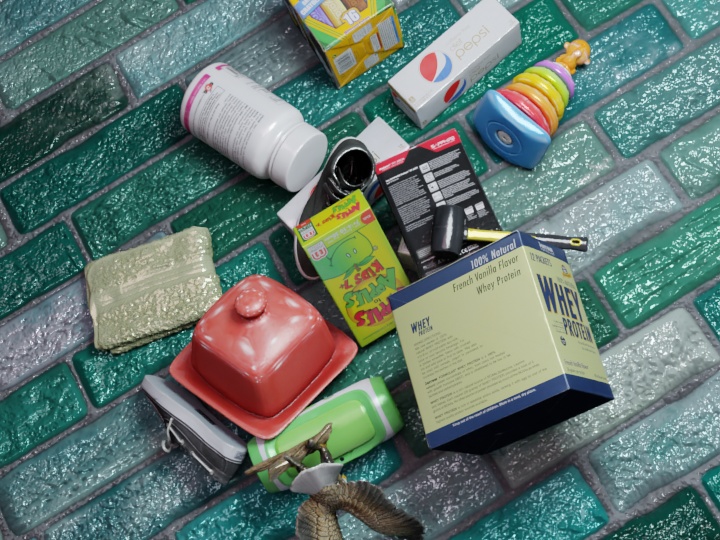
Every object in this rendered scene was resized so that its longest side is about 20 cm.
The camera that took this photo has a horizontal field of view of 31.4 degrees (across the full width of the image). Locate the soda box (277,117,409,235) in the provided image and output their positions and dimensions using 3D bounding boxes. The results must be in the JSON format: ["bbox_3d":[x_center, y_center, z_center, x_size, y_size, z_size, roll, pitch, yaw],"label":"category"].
[{"bbox_3d":[-0.019,-0.116,1.794,0.200,0.064,0.068,-44,71,-5],"label":"soda box"}]

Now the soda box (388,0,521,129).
[{"bbox_3d":[0.137,-0.299,1.840,0.200,0.064,0.068,-41,68,-4],"label":"soda box"}]

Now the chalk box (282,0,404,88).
[{"bbox_3d":[-0.042,-0.397,1.877,0.123,0.125,0.201,-32,69,-1],"label":"chalk box"}]

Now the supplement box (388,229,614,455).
[{"bbox_3d":[0.168,0.093,1.554,0.199,0.134,0.202,-27,66,27],"label":"supplement box"}]

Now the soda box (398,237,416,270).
[{"bbox_3d":[0.155,-0.016,1.726,0.198,0.068,0.064,17,74,16],"label":"soda box"}]

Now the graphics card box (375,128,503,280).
[{"bbox_3d":[0.109,-0.072,1.682,0.124,0.051,0.202,-23,67,0],"label":"graphics card box"}]

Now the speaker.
[{"bbox_3d":[-0.045,0.216,1.684,0.198,0.089,0.089,-26,68,1],"label":"speaker"}]

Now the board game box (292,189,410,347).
[{"bbox_3d":[0.000,0.000,1.689,0.101,0.201,0.048,-30,40,-1],"label":"board game box"}]

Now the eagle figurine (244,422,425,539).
[{"bbox_3d":[-0.026,0.299,1.604,0.150,0.151,0.202,-30,92,-44],"label":"eagle figurine"}]

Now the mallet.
[{"bbox_3d":[0.187,-0.051,1.619,0.197,0.041,0.067,-2,73,3],"label":"mallet"}]

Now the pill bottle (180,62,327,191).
[{"bbox_3d":[-0.152,-0.203,1.836,0.199,0.113,0.114,34,80,20],"label":"pill bottle"}]

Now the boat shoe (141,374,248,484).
[{"bbox_3d":[-0.234,0.215,1.730,0.198,0.073,0.069,34,99,26],"label":"boat shoe"}]

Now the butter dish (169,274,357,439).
[{"bbox_3d":[-0.135,0.083,1.689,0.199,0.149,0.199,31,58,28],"label":"butter dish"}]

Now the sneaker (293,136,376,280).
[{"bbox_3d":[-0.037,-0.083,1.695,0.070,0.099,0.202,21,90,-8],"label":"sneaker"}]

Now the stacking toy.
[{"bbox_3d":[0.257,-0.252,1.789,0.116,0.110,0.200,39,70,5],"label":"stacking toy"}]

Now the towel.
[{"bbox_3d":[-0.296,0.027,1.825,0.198,0.037,0.150,-18,69,4],"label":"towel"}]

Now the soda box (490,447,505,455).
[{"bbox_3d":[0.163,0.136,1.682,0.067,0.064,0.203,4,72,13],"label":"soda box"}]
